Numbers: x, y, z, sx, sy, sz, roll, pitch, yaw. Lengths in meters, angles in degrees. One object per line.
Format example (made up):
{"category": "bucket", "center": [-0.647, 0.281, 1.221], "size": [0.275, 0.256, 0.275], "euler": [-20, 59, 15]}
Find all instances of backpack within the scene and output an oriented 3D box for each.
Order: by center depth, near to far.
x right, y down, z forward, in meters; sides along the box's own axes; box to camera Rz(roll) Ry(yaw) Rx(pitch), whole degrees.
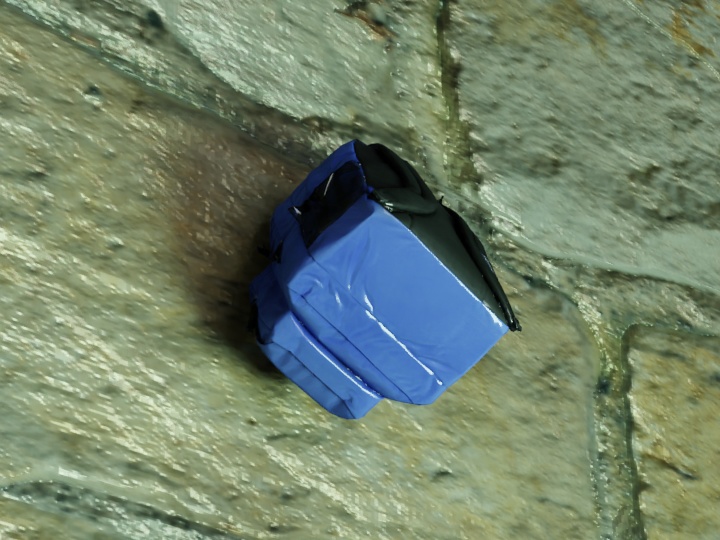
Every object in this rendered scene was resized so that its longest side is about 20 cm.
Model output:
{"category": "backpack", "center": [0.000, 0.000, 1.866], "size": [0.163, 0.168, 0.200], "euler": [49, 11, -21]}
